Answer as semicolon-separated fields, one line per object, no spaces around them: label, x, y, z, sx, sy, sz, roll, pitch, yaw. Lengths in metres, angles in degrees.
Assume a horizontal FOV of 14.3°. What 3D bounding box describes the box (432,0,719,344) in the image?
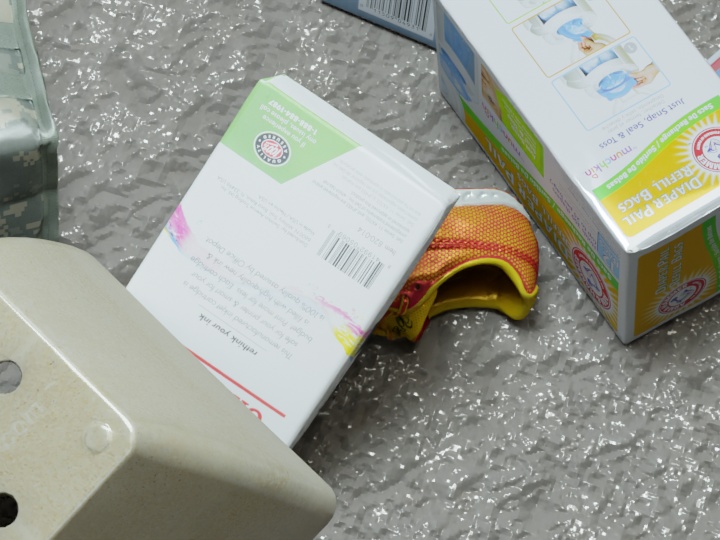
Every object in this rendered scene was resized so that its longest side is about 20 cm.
box;0.133;-0.079;1.558;0.101;0.113;0.200;-29;63;-11

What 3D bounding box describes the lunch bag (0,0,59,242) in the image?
lunch bag;-0.254;-0.103;1.536;0.163;0.118;0.201;-8;52;-11

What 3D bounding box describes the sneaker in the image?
sneaker;0.000;0.000;1.523;0.199;0.073;0.077;-5;64;-7

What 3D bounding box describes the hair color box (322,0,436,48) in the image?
hair color box;0.064;-0.226;1.686;0.099;0.061;0.200;23;56;9

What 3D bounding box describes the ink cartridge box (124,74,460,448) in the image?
ink cartridge box;-0.052;0.014;1.462;0.117;0.067;0.200;34;100;2

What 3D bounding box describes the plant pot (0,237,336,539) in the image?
plant pot;-0.162;0.099;1.331;0.200;0.177;0.200;43;88;20

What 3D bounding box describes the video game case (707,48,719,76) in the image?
video game case;0.281;-0.065;1.629;0.200;0.017;0.143;39;61;19
